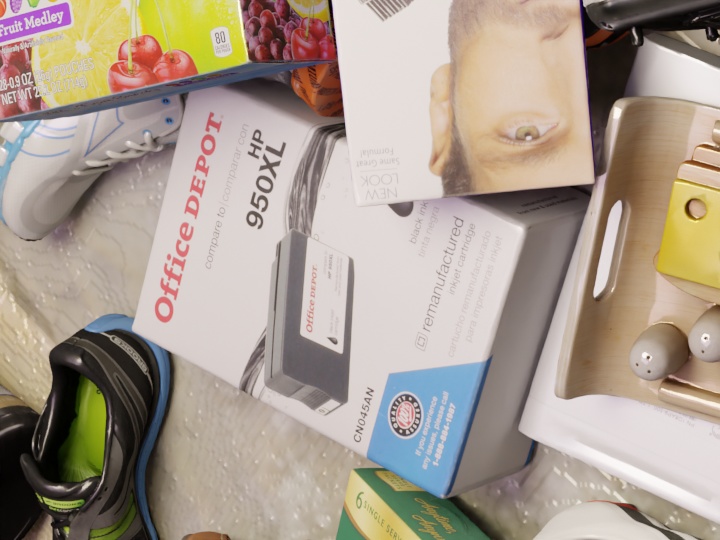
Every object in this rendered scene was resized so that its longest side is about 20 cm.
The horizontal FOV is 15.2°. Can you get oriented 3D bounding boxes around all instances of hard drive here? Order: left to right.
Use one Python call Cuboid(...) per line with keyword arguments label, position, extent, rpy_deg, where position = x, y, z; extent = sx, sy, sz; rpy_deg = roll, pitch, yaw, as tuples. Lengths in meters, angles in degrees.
Cuboid(label="hard drive", position=(0.160, 0.008, 1.230), extent=(0.132, 0.027, 0.200), rpy_deg=(24, 111, 22))

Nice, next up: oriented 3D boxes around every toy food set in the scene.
Cuboid(label="toy food set", position=(0.190, 0.016, 1.166), extent=(0.200, 0.060, 0.144), rpy_deg=(16, 109, 21))

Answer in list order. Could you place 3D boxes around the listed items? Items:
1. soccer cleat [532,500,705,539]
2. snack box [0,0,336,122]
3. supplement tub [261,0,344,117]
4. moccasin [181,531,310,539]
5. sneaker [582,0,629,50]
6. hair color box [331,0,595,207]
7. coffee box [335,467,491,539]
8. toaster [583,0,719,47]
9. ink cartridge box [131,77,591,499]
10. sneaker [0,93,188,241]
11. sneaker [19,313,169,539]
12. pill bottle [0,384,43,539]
Cuboid(label="soccer cleat", position=(0.164, 0.156, 1.224), extent=(0.200, 0.085, 0.069), rpy_deg=(19, 108, 30))
Cuboid(label="snack box", position=(-0.106, -0.177, 1.207), extent=(0.169, 0.068, 0.200), rpy_deg=(-10, 88, 39))
Cuboid(label="supplement tub", position=(-0.046, -0.176, 1.288), extent=(0.200, 0.123, 0.123), rpy_deg=(50, 121, 18))
Cuboid(label="moccasin", position=(-0.050, 0.177, 1.338), extent=(0.201, 0.078, 0.074), rpy_deg=(-149, 50, -74))
Cuboid(label="sneaker", position=(0.085, -0.203, 1.232), extent=(0.112, 0.078, 0.200), rpy_deg=(-33, 90, 29))
Cuboid(label="hair color box", position=(0.041, -0.135, 1.175), extent=(0.109, 0.065, 0.200), rpy_deg=(-6, 106, 3))
Cuboid(label="coffee box", position=(0.015, 0.210, 1.328), extent=(0.123, 0.044, 0.200), rpy_deg=(43, 124, 56))
Cuboid(label="toaster", position=(0.187, -0.163, 1.101), extent=(0.200, 0.181, 0.119), rpy_deg=(-11, 89, 34))
Cuboid(label="ink cartridge box", position=(0.000, 0.000, 1.309), extent=(0.200, 0.084, 0.145), rpy_deg=(26, 112, 28))
Cuboid(label="sneaker", position=(-0.120, -0.082, 1.386), extent=(0.087, 0.075, 0.200), rpy_deg=(42, 119, 15))
Cuboid(label="sneaker", position=(-0.149, 0.123, 1.431), extent=(0.071, 0.083, 0.200), rpy_deg=(12, 105, 32))
Cuboid(label="pill bottle", position=(-0.272, 0.077, 1.489), extent=(0.200, 0.112, 0.112), rpy_deg=(34, 115, 26))
